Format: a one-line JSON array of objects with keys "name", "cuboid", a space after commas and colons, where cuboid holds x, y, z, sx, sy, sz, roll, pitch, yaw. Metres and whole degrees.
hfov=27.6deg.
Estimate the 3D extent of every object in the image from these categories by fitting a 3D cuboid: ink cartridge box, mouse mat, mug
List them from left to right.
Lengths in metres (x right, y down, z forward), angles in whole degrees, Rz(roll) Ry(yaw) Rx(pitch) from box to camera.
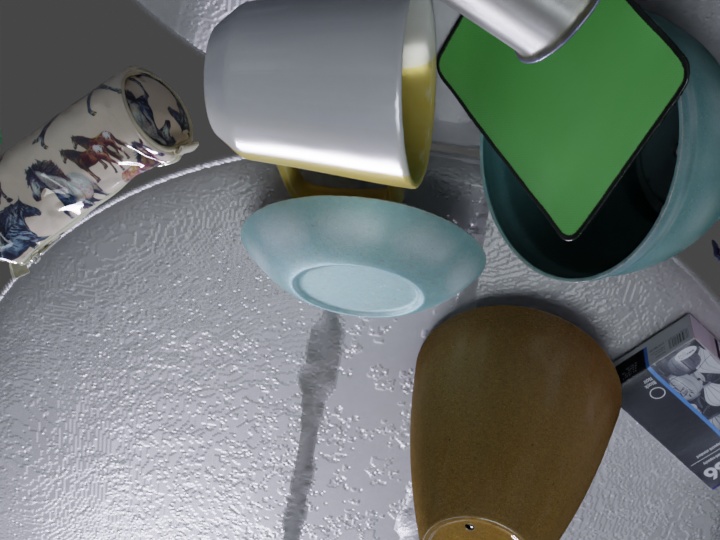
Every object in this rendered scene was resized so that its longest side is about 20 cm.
[{"name": "mug", "cuboid": [-0.030, -0.120, 1.074, 0.152, 0.149, 0.188, 2, 107, 11]}, {"name": "mouse mat", "cuboid": [0.135, -0.142, 1.034, 0.007, 0.201, 0.161, -4, 138, -40]}, {"name": "ink cartridge box", "cuboid": [0.317, 0.131, 1.316, 0.099, 0.039, 0.200, -38, 118, 26]}]

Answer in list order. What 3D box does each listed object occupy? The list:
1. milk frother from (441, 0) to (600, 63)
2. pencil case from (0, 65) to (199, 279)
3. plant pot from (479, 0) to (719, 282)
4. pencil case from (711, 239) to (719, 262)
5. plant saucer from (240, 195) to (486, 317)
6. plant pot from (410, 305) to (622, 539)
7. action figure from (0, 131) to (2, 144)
[{"name": "milk frother", "cuboid": [0.064, -0.201, 0.899, 0.187, 0.201, 0.180, 29, 156, -19]}, {"name": "pencil case", "cuboid": [-0.222, -0.079, 1.155, 0.199, 0.078, 0.090, -31, 99, 24]}, {"name": "plant pot", "cuboid": [0.201, -0.091, 1.071, 0.133, 0.201, 0.201, 1, 135, -37]}, {"name": "pencil case", "cuboid": [0.379, 0.023, 1.199, 0.087, 0.088, 0.200, -37, 119, 27]}, {"name": "plant saucer", "cuboid": [0.000, 0.000, 1.172, 0.199, 0.039, 0.201, 6, 157, 3]}, {"name": "plant pot", "cuboid": [0.117, 0.163, 1.229, 0.185, 0.201, 0.188, 8, 129, 10]}, {"name": "action figure", "cuboid": [-0.322, -0.190, 1.096, 0.117, 0.055, 0.201, 11, 123, -2]}]
